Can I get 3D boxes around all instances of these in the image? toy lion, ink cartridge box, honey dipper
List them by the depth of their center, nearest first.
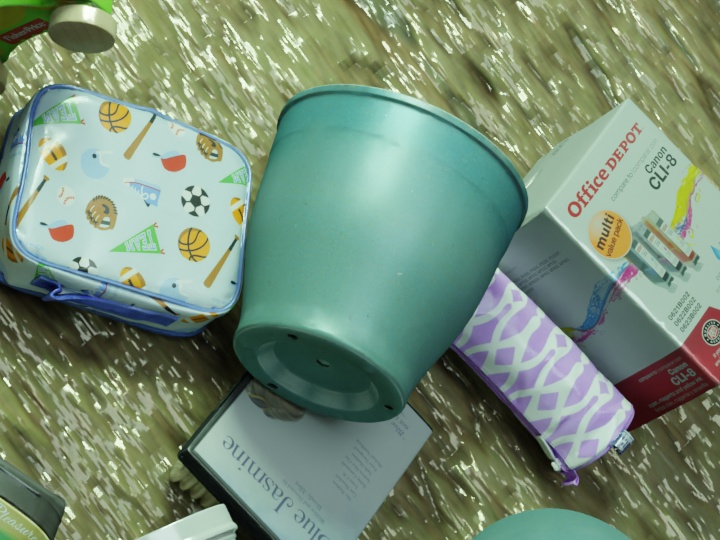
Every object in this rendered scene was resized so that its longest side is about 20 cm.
[{"bbox_3d":[-0.294,-0.197,1.688,0.191,0.199,0.069,25,61,-41],"label":"toy lion"},{"bbox_3d":[-0.053,0.199,1.764,0.200,0.038,0.038,40,57,-13],"label":"honey dipper"},{"bbox_3d":[0.210,-0.003,1.927,0.200,0.145,0.146,44,57,-7],"label":"ink cartridge box"}]

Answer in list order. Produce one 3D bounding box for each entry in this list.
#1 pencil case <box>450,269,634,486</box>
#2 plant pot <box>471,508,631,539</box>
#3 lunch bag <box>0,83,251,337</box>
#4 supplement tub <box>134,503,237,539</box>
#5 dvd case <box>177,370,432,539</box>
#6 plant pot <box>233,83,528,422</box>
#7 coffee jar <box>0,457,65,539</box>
[{"bbox_3d":[0.125,0.074,1.891,0.200,0.084,0.086,46,76,-5],"label":"pencil case"},{"bbox_3d":[0.138,0.255,1.781,0.199,0.201,0.135,30,22,-17],"label":"plant pot"},{"bbox_3d":[-0.179,-0.039,1.761,0.199,0.075,0.162,17,66,-25],"label":"lunch bag"},{"bbox_3d":[-0.107,0.275,1.638,0.144,0.145,0.201,-20,82,-34],"label":"supplement tub"},{"bbox_3d":[-0.037,0.127,1.785,0.143,0.018,0.200,47,43,-7],"label":"dvd case"},{"bbox_3d":[0.000,0.000,1.760,0.199,0.200,0.189,30,64,-17],"label":"plant pot"},{"bbox_3d":[-0.280,0.211,1.598,0.104,0.085,0.201,37,58,-15],"label":"coffee jar"}]
